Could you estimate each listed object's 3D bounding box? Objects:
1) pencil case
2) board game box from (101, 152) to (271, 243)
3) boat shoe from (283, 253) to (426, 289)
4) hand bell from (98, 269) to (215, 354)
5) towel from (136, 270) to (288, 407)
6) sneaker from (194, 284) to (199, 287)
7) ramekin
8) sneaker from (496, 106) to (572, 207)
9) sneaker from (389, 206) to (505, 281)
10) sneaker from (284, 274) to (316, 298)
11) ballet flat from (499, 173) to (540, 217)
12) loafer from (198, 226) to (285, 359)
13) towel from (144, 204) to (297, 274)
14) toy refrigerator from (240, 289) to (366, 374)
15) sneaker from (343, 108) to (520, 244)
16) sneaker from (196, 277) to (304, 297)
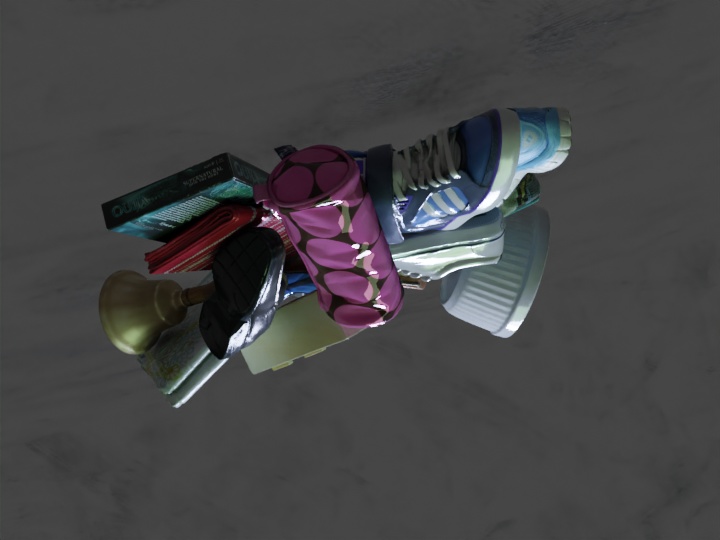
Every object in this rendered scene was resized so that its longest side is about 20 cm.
[{"bbox_3d":[-0.024,-0.025,0.744,0.094,0.091,0.200,-26,135,-1],"label":"pencil case"},{"bbox_3d":[-0.142,-0.061,0.787,0.135,0.028,0.200,-20,169,14],"label":"board game box"},{"bbox_3d":[0.000,0.000,0.981,0.200,0.072,0.076,-1,-170,-16],"label":"boat shoe"},{"bbox_3d":[-0.191,0.031,0.907,0.200,0.104,0.104,-13,173,26],"label":"hand bell"},{"bbox_3d":[-0.184,0.066,0.967,0.200,0.048,0.171,-48,-154,-10],"label":"towel"},{"bbox_3d":[-0.208,0.043,1.163,0.075,0.076,0.200,-58,169,22],"label":"sneaker"},{"bbox_3d":[0.191,-0.011,1.157,0.105,0.200,0.200,17,166,-4],"label":"ramekin"},{"bbox_3d":[0.132,-0.125,0.844,0.090,0.078,0.200,9,156,-24],"label":"sneaker"},{"bbox_3d":[0.063,-0.020,0.875,0.200,0.071,0.073,-6,-149,9],"label":"sneaker"},{"bbox_3d":[-0.031,-0.002,1.047,0.200,0.079,0.066,-12,-173,-10],"label":"sneaker"},{"bbox_3d":[0.137,-0.079,0.962,0.200,0.074,0.074,-33,179,-28],"label":"ballet flat"},{"bbox_3d":[-0.111,0.017,0.813,0.072,0.073,0.200,-23,161,-35],"label":"loafer"},{"bbox_3d":[-0.111,-0.035,0.831,0.145,0.023,0.200,-26,168,34],"label":"towel"},{"bbox_3d":[-0.064,0.066,0.945,0.076,0.070,0.200,-27,-178,-43],"label":"toy refrigerator"},{"bbox_3d":[0.048,-0.092,0.747,0.146,0.081,0.200,3,161,-16],"label":"sneaker"},{"bbox_3d":[-0.133,0.003,1.100,0.200,0.073,0.082,-12,142,-13],"label":"sneaker"}]
